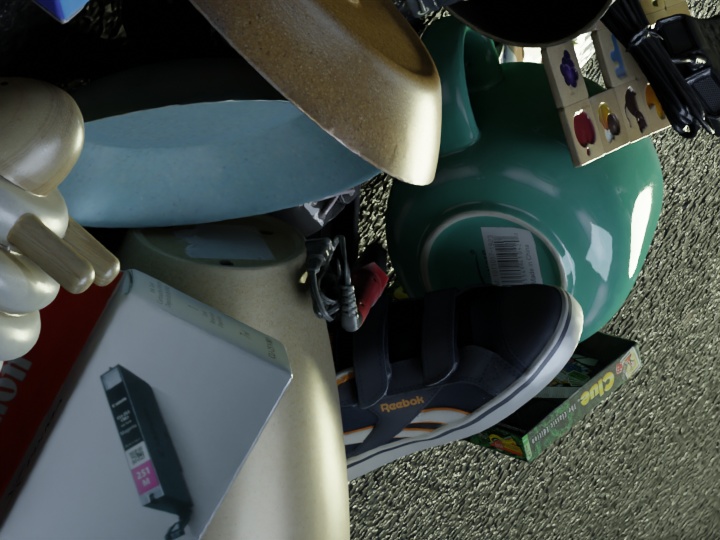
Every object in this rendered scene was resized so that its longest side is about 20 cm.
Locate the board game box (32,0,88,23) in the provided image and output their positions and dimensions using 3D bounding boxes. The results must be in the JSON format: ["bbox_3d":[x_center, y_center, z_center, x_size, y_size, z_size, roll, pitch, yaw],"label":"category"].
[{"bbox_3d":[-0.106,-0.227,0.977,0.159,0.097,0.200,-43,153,-21],"label":"board game box"}]

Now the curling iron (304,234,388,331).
[{"bbox_3d":[0.000,0.000,1.360,0.200,0.025,0.050,-30,108,-80],"label":"curling iron"}]

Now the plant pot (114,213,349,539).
[{"bbox_3d":[-0.083,0.074,1.337,0.187,0.187,0.201,-18,124,-50],"label":"plant pot"}]

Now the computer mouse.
[{"bbox_3d":[0.177,-0.132,1.463,0.046,0.141,0.200,-36,170,26],"label":"computer mouse"}]

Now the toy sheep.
[{"bbox_3d":[-0.190,-0.001,1.085,0.200,0.138,0.138,-49,155,6],"label":"toy sheep"}]

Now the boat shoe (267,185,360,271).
[{"bbox_3d":[-0.022,-0.022,1.431,0.067,0.057,0.201,-38,151,-29],"label":"boat shoe"}]

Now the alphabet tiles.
[{"bbox_3d":[0.142,-0.158,1.457,0.008,0.168,0.200,-14,-175,32],"label":"alphabet tiles"}]

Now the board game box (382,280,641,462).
[{"bbox_3d":[0.061,0.056,1.523,0.105,0.199,0.024,-38,124,-29],"label":"board game box"}]

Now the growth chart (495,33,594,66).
[{"bbox_3d":[0.126,-0.149,1.571,0.200,0.018,0.145,-50,154,-10],"label":"growth chart"}]

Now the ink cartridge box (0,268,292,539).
[{"bbox_3d":[-0.154,0.088,1.226,0.201,0.173,0.044,-60,-165,14],"label":"ink cartridge box"}]

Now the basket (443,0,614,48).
[{"bbox_3d":[0.111,-0.220,1.312,0.136,0.181,0.200,-26,-178,33],"label":"basket"}]

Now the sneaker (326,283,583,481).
[{"bbox_3d":[0.025,0.053,1.411,0.199,0.079,0.079,-29,126,26],"label":"sneaker"}]

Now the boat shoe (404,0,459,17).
[{"bbox_3d":[-0.003,-0.191,1.175,0.062,0.075,0.200,-33,128,13],"label":"boat shoe"}]

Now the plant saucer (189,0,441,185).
[{"bbox_3d":[-0.027,-0.122,1.124,0.035,0.201,0.200,-44,157,14],"label":"plant saucer"}]

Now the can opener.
[{"bbox_3d":[-0.051,-0.135,1.254,0.200,0.078,0.064,-29,107,-47],"label":"can opener"}]

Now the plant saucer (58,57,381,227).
[{"bbox_3d":[-0.081,-0.065,1.202,0.199,0.039,0.201,-7,167,-2],"label":"plant saucer"}]

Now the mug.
[{"bbox_3d":[0.078,-0.036,1.467,0.152,0.185,0.115,-51,-173,37],"label":"mug"}]

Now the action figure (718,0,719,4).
[{"bbox_3d":[0.299,-0.242,1.691,0.200,0.069,0.130,-36,159,-25],"label":"action figure"}]
